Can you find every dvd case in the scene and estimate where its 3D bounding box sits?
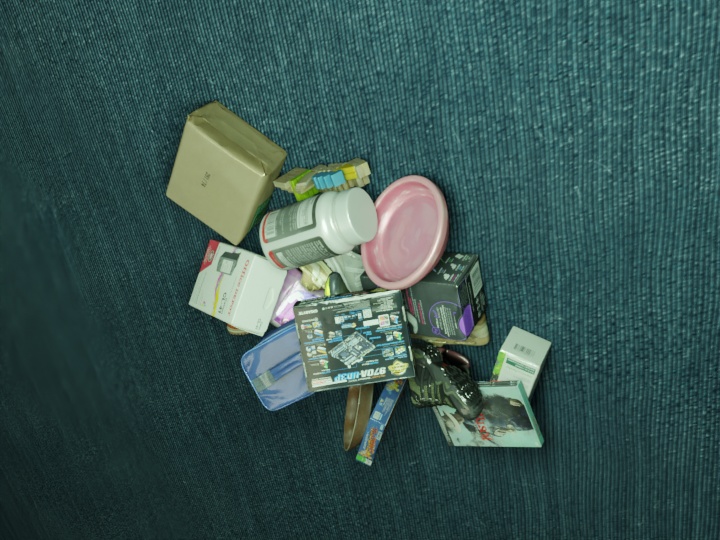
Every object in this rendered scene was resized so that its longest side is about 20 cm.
[{"bbox_3d":[0.230,0.271,1.588,0.198,0.022,0.147,-6,119,37],"label":"dvd case"}]

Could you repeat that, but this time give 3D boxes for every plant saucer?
[{"bbox_3d":[-0.002,0.272,1.747,0.034,0.202,0.202,10,132,-6],"label":"plant saucer"},{"bbox_3d":[0.083,-0.062,1.468,0.050,0.204,0.199,18,149,-39],"label":"plant saucer"}]

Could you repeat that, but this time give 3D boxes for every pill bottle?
[{"bbox_3d":[-0.074,-0.076,1.517,0.198,0.114,0.115,-15,114,33],"label":"pill bottle"}]

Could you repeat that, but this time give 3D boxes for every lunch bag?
[{"bbox_3d":[-0.116,0.169,1.608,0.199,0.132,0.137,-30,96,21],"label":"lunch bag"}]

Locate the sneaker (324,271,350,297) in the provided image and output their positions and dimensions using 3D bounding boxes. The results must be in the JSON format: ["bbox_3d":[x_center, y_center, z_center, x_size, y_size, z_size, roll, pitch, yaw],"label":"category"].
[{"bbox_3d":[0.003,0.084,1.544,0.080,0.074,0.201,-23,108,25],"label":"sneaker"}]

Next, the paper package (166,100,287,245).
[{"bbox_3d":[-0.258,-0.185,1.626,0.190,0.104,0.201,35,133,6],"label":"paper package"}]

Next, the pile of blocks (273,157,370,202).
[{"bbox_3d":[-0.066,-0.152,1.542,0.198,0.082,0.063,-4,120,34],"label":"pile of blocks"}]

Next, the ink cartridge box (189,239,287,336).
[{"bbox_3d":[-0.248,0.030,1.696,0.085,0.150,0.199,21,177,-36],"label":"ink cartridge box"}]

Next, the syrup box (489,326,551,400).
[{"bbox_3d":[0.285,0.212,1.581,0.078,0.082,0.202,23,130,16],"label":"syrup box"}]

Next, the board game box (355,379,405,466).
[{"bbox_3d":[0.052,0.271,1.689,0.034,0.201,0.136,22,133,7],"label":"board game box"}]

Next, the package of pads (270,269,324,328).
[{"bbox_3d":[-0.091,0.097,1.708,0.199,0.121,0.076,35,175,4],"label":"package of pads"}]

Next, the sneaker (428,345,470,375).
[{"bbox_3d":[0.194,0.228,1.633,0.201,0.076,0.115,50,156,-8],"label":"sneaker"}]

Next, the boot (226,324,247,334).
[{"bbox_3d":[-0.224,0.070,1.816,0.198,0.075,0.108,-21,107,32],"label":"boot"}]

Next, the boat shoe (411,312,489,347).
[{"bbox_3d":[0.147,0.116,1.607,0.197,0.071,0.065,-1,121,32],"label":"boat shoe"}]

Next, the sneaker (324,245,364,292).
[{"bbox_3d":[0.000,0.000,1.615,0.081,0.075,0.201,-28,113,24],"label":"sneaker"}]

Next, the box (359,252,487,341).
[{"bbox_3d":[0.116,0.041,1.547,0.197,0.106,0.124,6,125,30],"label":"box"}]

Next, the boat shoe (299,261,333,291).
[{"bbox_3d":[-0.092,0.006,1.659,0.200,0.066,0.074,49,178,9],"label":"boat shoe"}]

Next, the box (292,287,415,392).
[{"bbox_3d":[-0.010,0.120,1.494,0.197,0.046,0.162,-10,101,6],"label":"box"}]

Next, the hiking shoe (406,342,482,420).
[{"bbox_3d":[0.145,0.221,1.558,0.200,0.075,0.102,44,118,41],"label":"hiking shoe"}]
